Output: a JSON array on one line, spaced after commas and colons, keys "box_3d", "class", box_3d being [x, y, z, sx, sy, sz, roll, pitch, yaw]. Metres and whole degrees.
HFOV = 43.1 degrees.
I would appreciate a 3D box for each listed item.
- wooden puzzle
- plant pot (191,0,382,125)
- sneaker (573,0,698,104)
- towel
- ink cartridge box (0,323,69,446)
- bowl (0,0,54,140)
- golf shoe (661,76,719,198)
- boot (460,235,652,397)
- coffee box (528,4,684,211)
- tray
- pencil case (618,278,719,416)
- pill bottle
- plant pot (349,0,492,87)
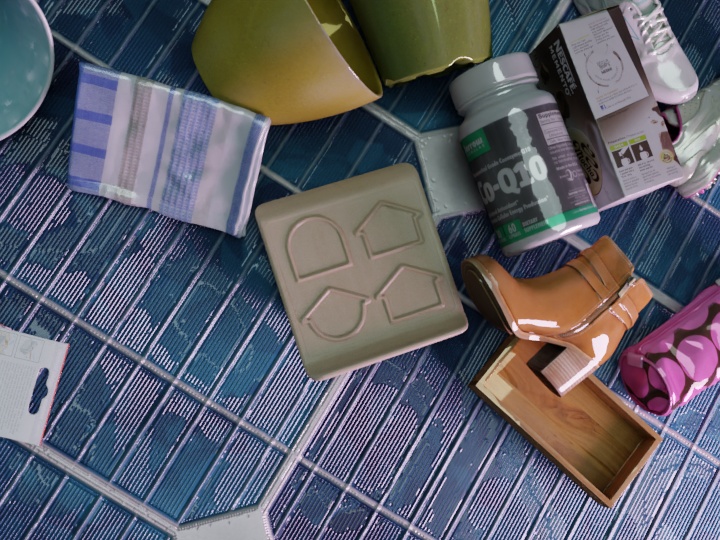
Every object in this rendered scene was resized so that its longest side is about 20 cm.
[{"box_3d": [0.000, 0.000, 0.986, 0.185, 0.046, 0.201, -17, 81, -12], "class": "wooden puzzle"}, {"box_3d": [-0.089, -0.231, 0.940, 0.142, 0.200, 0.201, -28, 88, 15], "class": "plant pot"}, {"box_3d": [0.318, -0.277, 1.043, 0.070, 0.080, 0.201, -32, 80, -13], "class": "sneaker"}, {"box_3d": [-0.199, -0.119, 0.933, 0.199, 0.024, 0.147, 16, 122, -5], "class": "towel"}, {"box_3d": [-0.398, 0.099, 0.901, 0.199, 0.050, 0.109, 15, 80, -8], "class": "ink cartridge box"}, {"box_3d": [-0.410, -0.227, 0.886, 0.200, 0.201, 0.105, -27, 47, -12], "class": "bowl"}, {"box_3d": [0.402, -0.185, 1.063, 0.091, 0.075, 0.200, 31, 78, -1], "class": "golf shoe"}, {"box_3d": [0.207, 0.016, 0.954, 0.155, 0.074, 0.200, -44, 116, -6], "class": "boot"}, {"box_3d": [0.267, -0.174, 1.017, 0.080, 0.113, 0.201, -19, 87, -12], "class": "coffee box"}, {"box_3d": [0.225, 0.156, 1.006, 0.200, 0.037, 0.099, 42, 78, -3], "class": "tray"}, {"box_3d": [0.382, 0.073, 1.019, 0.200, 0.091, 0.094, -35, 125, -14], "class": "pencil case"}, {"box_3d": [0.174, -0.125, 0.995, 0.113, 0.113, 0.201, -20, 86, -11], "class": "pill bottle"}, {"box_3d": [0.061, -0.303, 0.977, 0.199, 0.200, 0.191, -16, 99, -11], "class": "plant pot"}]
